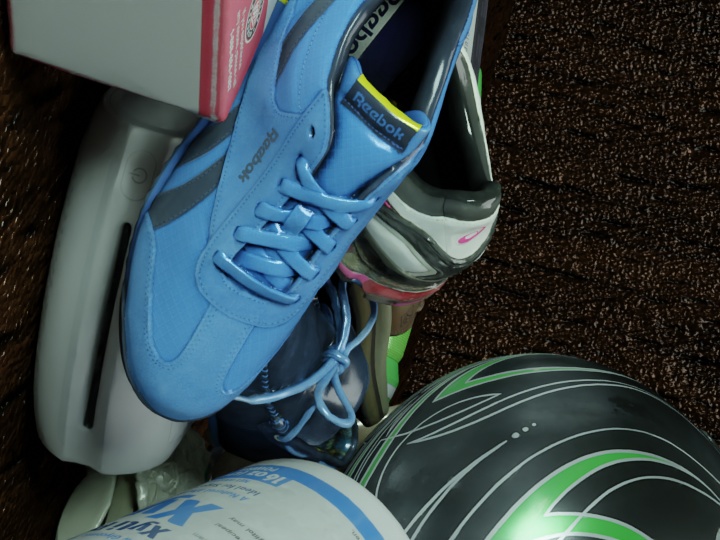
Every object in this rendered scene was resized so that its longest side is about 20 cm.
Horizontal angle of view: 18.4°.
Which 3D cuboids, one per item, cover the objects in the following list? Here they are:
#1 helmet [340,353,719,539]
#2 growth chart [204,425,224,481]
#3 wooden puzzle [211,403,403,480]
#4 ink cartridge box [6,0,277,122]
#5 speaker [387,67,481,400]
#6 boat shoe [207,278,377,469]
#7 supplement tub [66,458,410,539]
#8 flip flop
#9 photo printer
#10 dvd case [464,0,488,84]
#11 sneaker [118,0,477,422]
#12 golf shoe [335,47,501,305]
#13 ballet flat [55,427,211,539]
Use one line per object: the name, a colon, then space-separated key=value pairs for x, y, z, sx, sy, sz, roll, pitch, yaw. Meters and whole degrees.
helmet: x=0.074 y=0.136 z=1.019 sx=0.200 sy=0.190 sz=0.200 roll=-56 pitch=-163 yaw=27
growth chart: x=-0.078 y=0.097 z=1.277 sx=0.145 sy=0.018 sz=0.200 roll=-60 pitch=179 yaw=-35
wooden puzzle: x=0.003 y=0.098 z=1.174 sx=0.200 sy=0.185 sz=0.037 roll=113 pitch=-37 yaw=-71
ink cartridge box: x=-0.048 y=-0.176 z=0.746 sx=0.146 sy=0.085 sz=0.200 roll=99 pitch=11 yaw=-57
speaker: x=0.002 y=-0.024 z=1.185 sx=0.088 sy=0.088 sz=0.200 roll=67 pitch=40 yaw=-81
boat shoe: x=-0.025 y=0.033 z=0.913 sx=0.200 sy=0.069 sz=0.084 roll=79 pitch=29 yaw=-76
supplement tub: x=-0.074 y=0.158 z=0.866 sx=0.200 sy=0.132 sz=0.132 roll=-17 pitch=127 yaw=-53
flip flop: x=0.000 y=0.000 z=0.980 sx=0.058 sy=0.081 sz=0.200 roll=-30 pitch=149 yaw=-20
photo printer: x=-0.079 y=-0.014 z=0.957 sx=0.200 sy=0.069 sz=0.167 roll=-58 pitch=164 yaw=-66
dvd case: x=-0.003 y=-0.133 z=0.983 sx=0.200 sy=0.016 sz=0.149 roll=36 pitch=54 yaw=-47
sneaker: x=-0.022 y=-0.033 z=0.770 sx=0.200 sy=0.066 sz=0.078 roll=-60 pitch=-156 yaw=5
golf shoe: x=0.008 y=-0.092 z=0.861 sx=0.092 sy=0.072 sz=0.200 roll=-41 pitch=-113 yaw=58
ballet flat: x=-0.131 y=0.160 z=1.060 sx=0.072 sy=0.072 sz=0.200 roll=72 pitch=33 yaw=-79
